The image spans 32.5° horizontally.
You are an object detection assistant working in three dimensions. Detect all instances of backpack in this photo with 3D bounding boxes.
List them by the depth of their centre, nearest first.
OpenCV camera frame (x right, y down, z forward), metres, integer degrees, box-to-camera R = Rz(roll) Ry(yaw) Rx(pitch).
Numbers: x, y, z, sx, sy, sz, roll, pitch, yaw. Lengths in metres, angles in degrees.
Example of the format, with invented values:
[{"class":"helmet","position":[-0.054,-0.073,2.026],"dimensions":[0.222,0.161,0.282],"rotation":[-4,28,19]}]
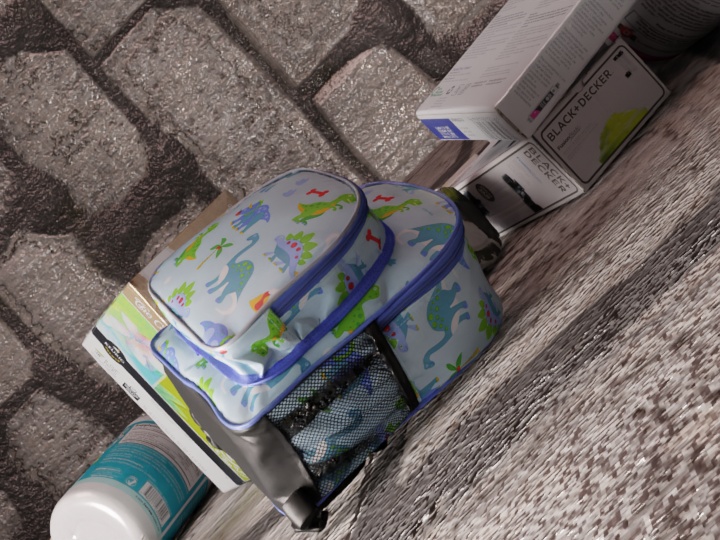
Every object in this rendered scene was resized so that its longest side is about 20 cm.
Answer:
[{"class":"backpack","position":[-0.022,0.024,0.769],"dimensions":[0.199,0.148,0.183],"rotation":[-36,29,-15]}]

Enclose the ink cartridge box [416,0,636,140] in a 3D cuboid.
[{"class":"ink cartridge box","position":[0.144,-0.189,0.977],"dimensions":[0.201,0.043,0.196],"rotation":[-50,14,-5]}]

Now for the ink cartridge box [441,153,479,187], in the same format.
[{"class":"ink cartridge box","position":[0.089,-0.055,1.318],"dimensions":[0.145,0.048,0.200],"rotation":[-44,2,9]}]

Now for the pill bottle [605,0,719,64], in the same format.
[{"class":"pill bottle","position":[0.271,-0.255,0.970],"dimensions":[0.113,0.113,0.200],"rotation":[-47,5,-27]}]

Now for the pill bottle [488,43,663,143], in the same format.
[{"class":"pill bottle","position":[0.186,-0.181,1.139],"dimensions":[0.109,0.109,0.200],"rotation":[-47,4,-28]}]

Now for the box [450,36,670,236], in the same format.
[{"class":"box","position":[0.153,-0.099,1.002],"dimensions":[0.117,0.060,0.200],"rotation":[-47,4,-19]}]

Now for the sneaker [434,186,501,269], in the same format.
[{"class":"sneaker","position":[0.046,0.004,0.961],"dimensions":[0.085,0.074,0.200],"rotation":[-42,5,35]}]

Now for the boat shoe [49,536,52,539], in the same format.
[{"class":"boat shoe","position":[-0.287,0.304,1.380],"dimensions":[0.200,0.074,0.069],"rotation":[-46,34,7]}]

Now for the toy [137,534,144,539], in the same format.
[{"class":"toy","position":[-0.198,0.281,0.888],"dimensions":[0.115,0.047,0.200],"rotation":[-42,8,7]}]

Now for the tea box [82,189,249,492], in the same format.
[{"class":"tea box","position":[-0.121,0.070,1.109],"dimensions":[0.134,0.200,0.197],"rotation":[-46,4,-31]}]

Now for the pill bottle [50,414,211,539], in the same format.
[{"class":"pill bottle","position":[-0.219,0.220,1.249],"dimensions":[0.111,0.111,0.200],"rotation":[-42,5,30]}]
